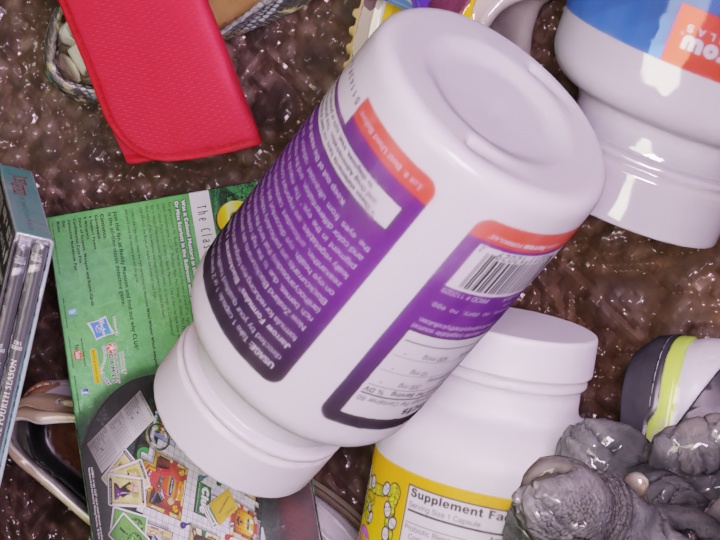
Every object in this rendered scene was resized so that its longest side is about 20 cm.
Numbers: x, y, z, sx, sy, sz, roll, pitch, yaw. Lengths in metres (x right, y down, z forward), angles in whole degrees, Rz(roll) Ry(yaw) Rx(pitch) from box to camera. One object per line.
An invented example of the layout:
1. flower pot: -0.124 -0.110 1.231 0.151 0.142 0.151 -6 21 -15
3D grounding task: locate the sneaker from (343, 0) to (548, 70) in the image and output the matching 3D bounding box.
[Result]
1. sneaker: 0.037 -0.040 1.082 0.090 0.075 0.202 10 100 27

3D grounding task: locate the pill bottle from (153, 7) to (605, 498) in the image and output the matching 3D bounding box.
1. pill bottle: 0.000 0.000 0.999 0.112 0.111 0.200 47 122 12

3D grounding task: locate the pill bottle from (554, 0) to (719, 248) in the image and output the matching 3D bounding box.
1. pill bottle: 0.146 -0.116 1.008 0.112 0.112 0.201 24 104 19

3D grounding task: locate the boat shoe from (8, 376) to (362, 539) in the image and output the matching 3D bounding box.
1. boat shoe: -0.082 0.115 1.151 0.199 0.068 0.075 25 103 18

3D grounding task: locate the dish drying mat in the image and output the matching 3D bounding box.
1. dish drying mat: -0.110 -0.138 1.074 0.076 0.018 0.201 -6 117 30

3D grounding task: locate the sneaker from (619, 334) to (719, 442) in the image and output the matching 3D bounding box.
1. sneaker: 0.155 0.123 1.050 0.082 0.072 0.202 1 96 21

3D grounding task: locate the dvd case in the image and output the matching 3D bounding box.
1. dvd case: -0.179 0.062 1.155 0.022 0.146 0.201 12 101 -14

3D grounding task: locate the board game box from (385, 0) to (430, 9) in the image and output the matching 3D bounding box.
1. board game box: -0.029 -0.212 1.075 0.199 0.045 0.135 25 74 18

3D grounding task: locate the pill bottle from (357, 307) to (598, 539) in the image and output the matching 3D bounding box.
1. pill bottle: 0.050 0.120 1.076 0.104 0.104 0.202 14 100 21

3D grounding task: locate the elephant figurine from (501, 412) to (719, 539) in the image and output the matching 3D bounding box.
1. elephant figurine: 0.121 0.131 0.927 0.154 0.200 0.143 2 94 -4

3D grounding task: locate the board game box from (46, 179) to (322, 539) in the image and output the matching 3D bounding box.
1. board game box: -0.079 0.062 1.115 0.104 0.023 0.201 -10 72 -1

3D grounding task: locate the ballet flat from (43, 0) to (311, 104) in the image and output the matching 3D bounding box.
1. ballet flat: -0.068 -0.136 1.119 0.200 0.072 0.072 -33 83 22
